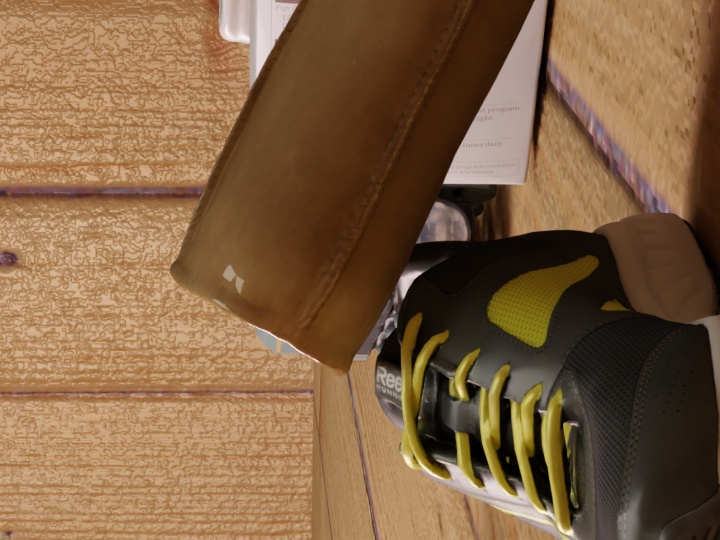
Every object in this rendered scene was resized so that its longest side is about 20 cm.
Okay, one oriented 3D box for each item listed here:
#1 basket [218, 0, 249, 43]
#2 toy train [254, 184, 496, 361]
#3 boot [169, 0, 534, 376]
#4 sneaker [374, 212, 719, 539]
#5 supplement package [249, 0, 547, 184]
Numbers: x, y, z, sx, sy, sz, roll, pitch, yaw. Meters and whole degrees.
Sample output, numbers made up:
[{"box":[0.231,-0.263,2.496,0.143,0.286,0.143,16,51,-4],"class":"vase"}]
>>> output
[{"box":[-0.022,-0.243,1.418,0.136,0.122,0.202,-100,10,-70],"class":"basket"},{"box":[0.000,0.000,1.101,0.200,0.113,0.086,112,158,-81],"class":"toy train"},{"box":[0.011,-0.080,0.636,0.201,0.066,0.175,-64,5,0],"class":"boot"},{"box":[0.046,0.038,0.561,0.200,0.084,0.075,-98,7,-77],"class":"sneaker"},{"box":[0.014,-0.141,0.909,0.201,0.109,0.114,93,176,-46],"class":"supplement package"}]
